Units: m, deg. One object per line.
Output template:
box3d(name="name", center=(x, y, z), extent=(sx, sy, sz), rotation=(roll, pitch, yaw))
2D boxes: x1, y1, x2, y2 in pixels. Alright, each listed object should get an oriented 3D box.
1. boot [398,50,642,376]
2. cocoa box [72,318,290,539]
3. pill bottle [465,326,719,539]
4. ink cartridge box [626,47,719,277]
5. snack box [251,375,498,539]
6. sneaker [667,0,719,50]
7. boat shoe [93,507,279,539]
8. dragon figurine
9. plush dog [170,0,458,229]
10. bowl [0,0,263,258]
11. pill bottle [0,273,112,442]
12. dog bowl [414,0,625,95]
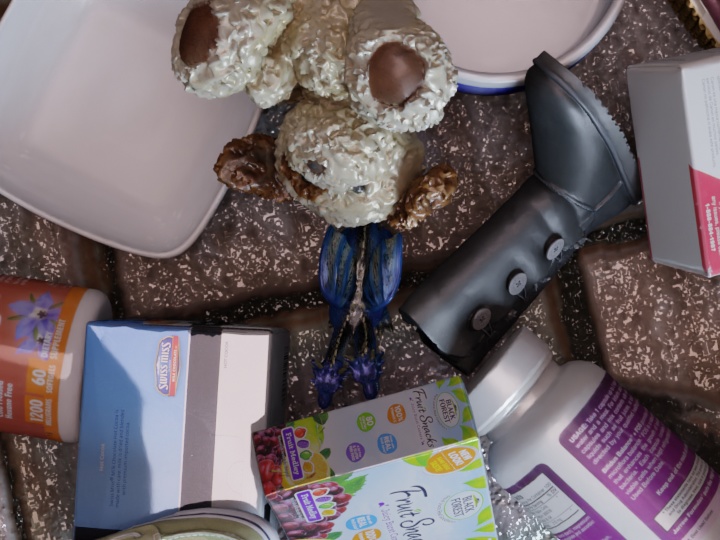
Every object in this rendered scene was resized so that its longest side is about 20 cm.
box3d(name="boot", center=(0.100, -0.035, 1.075), extent=(0.200, 0.165, 0.066), rotation=(-42, 43, 1))
box3d(name="cocoa box", center=(-0.125, 0.136, 1.075), extent=(0.130, 0.133, 0.201), rotation=(3, 89, 3))
box3d(name="pill bottle", center=(0.163, 0.136, 1.081), extent=(0.200, 0.112, 0.112), rotation=(43, 89, 2))
box3d(name="ink cartridge box", center=(0.300, -0.090, 1.064), extent=(0.199, 0.083, 0.146), rotation=(-13, 100, -16))
box3d(name="snack box", center=(0.016, 0.152, 1.041), extent=(0.142, 0.200, 0.053), rotation=(-17, 60, 0))
box3d(name="sneaker", center=(0.253, -0.249, 1.110), extent=(0.090, 0.075, 0.201), rotation=(-29, 89, 5))
box3d(name="boat shoe", center=(-0.149, 0.202, 0.977), extent=(0.199, 0.062, 0.072), rotation=(-13, 90, 3))
box3d(name="dragon figurine", center=(0.000, 0.000, 1.094), extent=(0.059, 0.099, 0.201), rotation=(6, 88, 1))
box3d(name="plush dog", center=(-0.013, -0.111, 1.034), extent=(0.199, 0.160, 0.173), rotation=(13, 121, 20))
box3d(name="bowl", center=(-0.173, -0.122, 1.115), extent=(0.199, 0.075, 0.201), rotation=(25, 88, 2))
box3d(name="pill bottle", center=(-0.287, 0.055, 1.092), extent=(0.199, 0.112, 0.113), rotation=(9, 88, 1))
box3d(name="dog bowl", center=(0.098, -0.231, 1.110), extent=(0.199, 0.079, 0.201), rotation=(0, 89, 1))
